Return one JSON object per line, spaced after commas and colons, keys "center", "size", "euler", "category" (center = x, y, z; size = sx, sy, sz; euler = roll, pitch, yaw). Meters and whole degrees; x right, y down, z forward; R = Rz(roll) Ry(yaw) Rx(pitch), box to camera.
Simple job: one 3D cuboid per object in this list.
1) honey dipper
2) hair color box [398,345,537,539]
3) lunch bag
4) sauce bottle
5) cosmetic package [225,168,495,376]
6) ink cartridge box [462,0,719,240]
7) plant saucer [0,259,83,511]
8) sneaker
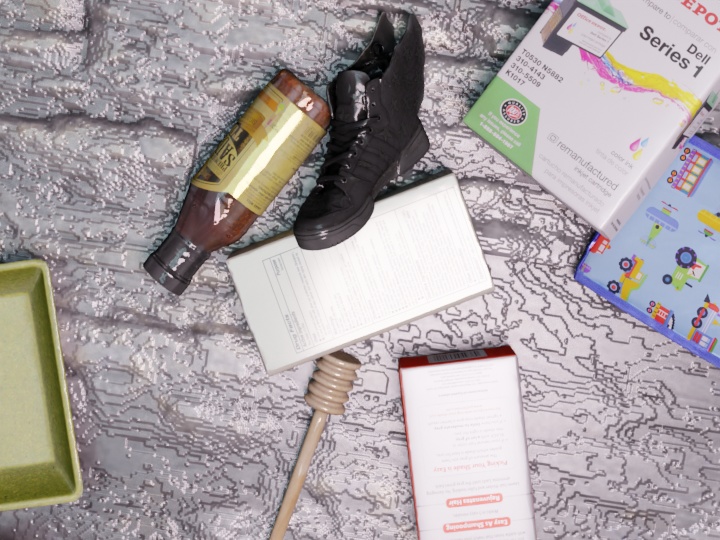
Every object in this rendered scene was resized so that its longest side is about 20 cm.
{"center": [-0.050, 0.164, 1.259], "size": [0.038, 0.038, 0.202], "euler": [21, 99, -2], "category": "honey dipper"}
{"center": [0.091, 0.170, 1.243], "size": [0.100, 0.061, 0.203], "euler": [-6, 95, 1], "category": "hair color box"}
{"center": [0.280, -0.017, 1.218], "size": [0.199, 0.094, 0.152], "euler": [31, 98, 6], "category": "lunch bag"}
{"center": [-0.101, -0.069, 1.218], "size": [0.066, 0.066, 0.201], "euler": [38, 92, -3], "category": "sauce bottle"}
{"center": [0.000, 0.000, 1.221], "size": [0.198, 0.071, 0.106], "euler": [-19, 96, 2], "category": "cosmetic package"}
{"center": [0.199, -0.149, 1.182], "size": [0.144, 0.084, 0.201], "euler": [39, 95, 14], "category": "ink cartridge box"}
{"center": [-0.336, 0.101, 1.245], "size": [0.197, 0.048, 0.203], "euler": [-8, 95, 1], "category": "plant saucer"}
{"center": [-0.003, -0.111, 1.179], "size": [0.060, 0.200, 0.105], "euler": [5, 129, 39], "category": "sneaker"}
